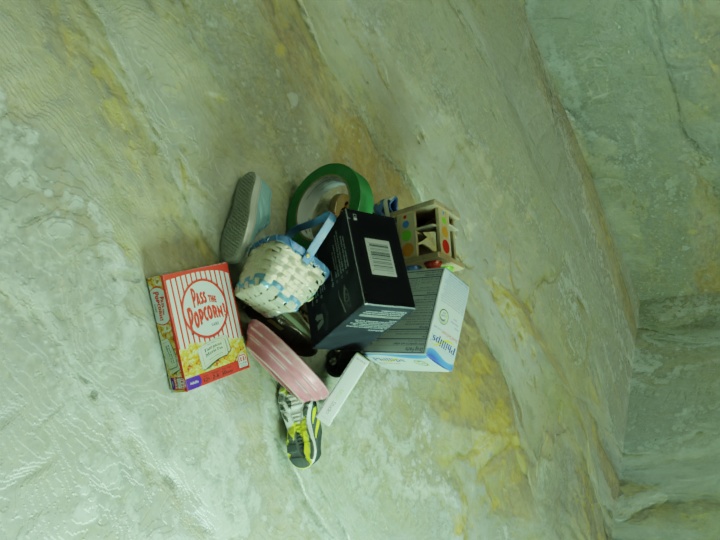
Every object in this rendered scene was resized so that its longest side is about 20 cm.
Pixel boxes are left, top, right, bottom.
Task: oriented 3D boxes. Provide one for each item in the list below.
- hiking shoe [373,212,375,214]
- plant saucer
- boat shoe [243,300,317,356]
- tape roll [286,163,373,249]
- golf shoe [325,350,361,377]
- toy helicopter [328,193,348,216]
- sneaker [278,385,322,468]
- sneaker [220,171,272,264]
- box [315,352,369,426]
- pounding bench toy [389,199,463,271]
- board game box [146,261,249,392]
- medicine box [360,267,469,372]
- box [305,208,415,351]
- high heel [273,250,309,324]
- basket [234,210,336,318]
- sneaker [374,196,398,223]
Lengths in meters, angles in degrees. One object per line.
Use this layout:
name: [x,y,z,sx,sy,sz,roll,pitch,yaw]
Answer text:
hiking shoe: [0.002,-0.094,1.495,0.200,0.074,0.087,24,69,-60]
plant saucer: [-0.145,0.177,1.246,0.051,0.200,0.201,-46,123,-14]
boat shoe: [-0.149,0.095,1.349,0.200,0.071,0.076,50,34,-35]
tape roll: [-0.066,-0.123,1.398,0.048,0.200,0.202,28,60,-47]
golf shoe: [-0.002,0.178,1.517,0.200,0.077,0.088,-47,150,-31]
toy helicopter: [-0.044,-0.075,1.529,0.132,0.079,0.201,-13,105,-61]
sneaker: [-0.118,0.297,1.350,0.085,0.074,0.201,55,31,-69]
sneaker: [-0.209,-0.093,1.304,0.082,0.074,0.201,36,55,-41]
box: [-0.032,0.232,1.342,0.145,0.036,0.200,-57,177,-6]
pounding bench toy: [0.179,-0.054,1.598,0.200,0.124,0.157,20,62,-51]
board game box: [-0.283,0.096,1.178,0.151,0.046,0.201,-16,95,-55]
medicine box: [0.119,0.107,1.448,0.103,0.182,0.201,33,63,-40]
box: [-0.013,0.023,1.262,0.117,0.200,0.198,7,58,-32]
high heel: [-0.128,0.029,1.344,0.143,0.071,0.200,45,16,-45]
basket: [-0.134,-0.016,1.245,0.139,0.176,0.201,35,65,-22]
sneaker: [0.094,-0.096,1.660,0.201,0.082,0.074,62,17,14]
